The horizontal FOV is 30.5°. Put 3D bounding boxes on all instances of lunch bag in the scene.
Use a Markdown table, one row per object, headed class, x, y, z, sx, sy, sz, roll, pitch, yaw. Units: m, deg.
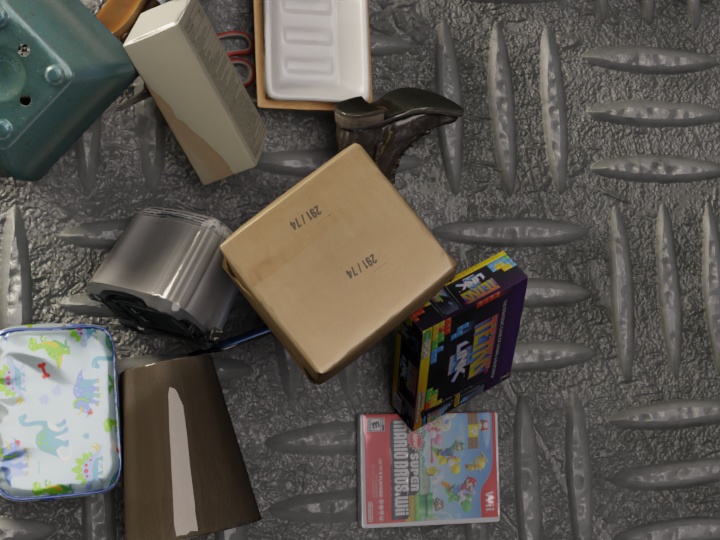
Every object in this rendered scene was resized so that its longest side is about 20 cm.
| class | x | y | z | sx | sy | sz | roll | pitch | yaw |
| --- | --- | --- | --- | --- | --- | --- | --- | --- | --- |
| lunch bag | -0.361 | 0.162 | 1.526 | 0.158 | 0.082 | 0.204 | -3 | 86 | -22 |

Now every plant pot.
| class | x | y | z | sx | sy | sz | roll | pitch | yaw |
| --- | --- | --- | --- | --- | --- | --- | --- | --- | --- |
| plant pot | -0.382 | -0.221 | 1.463 | 0.196 | 0.200 | 0.196 | -44 | 101 | 5 |

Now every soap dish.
| class | x | y | z | sx | sy | sz | roll | pitch | yaw |
| --- | --- | --- | --- | --- | --- | --- | --- | --- | --- |
| soap dish | -0.066 | -0.301 | 1.686 | 0.155 | 0.081 | 0.204 | -1 | 84 | -21 |

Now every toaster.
| class | x | y | z | sx | sy | sz | roll | pitch | yaw |
| --- | --- | --- | --- | --- | --- | --- | --- | --- | --- |
| toaster | -0.215 | 0.007 | 1.544 | 0.114 | 0.198 | 0.131 | 45 | 63 | -45 |

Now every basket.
| class | x | y | z | sx | sy | sz | roll | pitch | yaw |
| --- | --- | --- | --- | --- | --- | --- | --- | --- | --- |
| basket | -0.213 | 0.210 | 1.552 | 0.179 | 0.135 | 0.203 | -5 | 81 | -45 |

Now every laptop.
| class | x | y | z | sx | sy | sz | roll | pitch | yaw |
| --- | --- | --- | --- | --- | --- | --- | --- | --- | --- |
| laptop | -0.113 | 0.018 | 1.584 | 0.102 | 0.177 | 0.203 | 19 | 79 | -18 |

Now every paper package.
| class | x | y | z | sx | sy | sz | roll | pitch | yaw |
| --- | --- | --- | --- | --- | --- | --- | --- | --- | --- |
| paper package | -0.026 | -0.007 | 1.454 | 0.199 | 0.104 | 0.191 | -38 | 84 | -10 |

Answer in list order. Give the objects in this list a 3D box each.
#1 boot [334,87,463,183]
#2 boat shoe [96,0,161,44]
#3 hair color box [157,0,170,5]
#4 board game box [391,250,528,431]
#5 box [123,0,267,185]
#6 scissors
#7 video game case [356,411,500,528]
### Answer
| class | x | y | z | sx | sy | sz | roll | pitch | yaw |
| --- | --- | --- | --- | --- | --- | --- | --- | --- | --- |
| boot | 0.034 | -0.136 | 1.694 | 0.197 | 0.069 | 0.177 | -9 | 121 | -24 |
| boat shoe | -0.255 | -0.337 | 1.629 | 0.201 | 0.070 | 0.071 | -54 | 143 | -19 |
| hair color box | -0.265 | -0.423 | 1.591 | 0.099 | 0.061 | 0.200 | -39 | 73 | -19 |
| board game box | 0.122 | 0.091 | 1.660 | 0.164 | 0.202 | 0.057 | -25 | 53 | -23 |
| box | -0.193 | -0.216 | 1.576 | 0.077 | 0.095 | 0.202 | -17 | 119 | 19 |
| scissors | -0.222 | -0.252 | 1.659 | 0.197 | 0.014 | 0.074 | -15 | 92 | -21 |
| video game case | 0.089 | 0.259 | 1.723 | 0.197 | 0.017 | 0.146 | 1 | 84 | -21 |
